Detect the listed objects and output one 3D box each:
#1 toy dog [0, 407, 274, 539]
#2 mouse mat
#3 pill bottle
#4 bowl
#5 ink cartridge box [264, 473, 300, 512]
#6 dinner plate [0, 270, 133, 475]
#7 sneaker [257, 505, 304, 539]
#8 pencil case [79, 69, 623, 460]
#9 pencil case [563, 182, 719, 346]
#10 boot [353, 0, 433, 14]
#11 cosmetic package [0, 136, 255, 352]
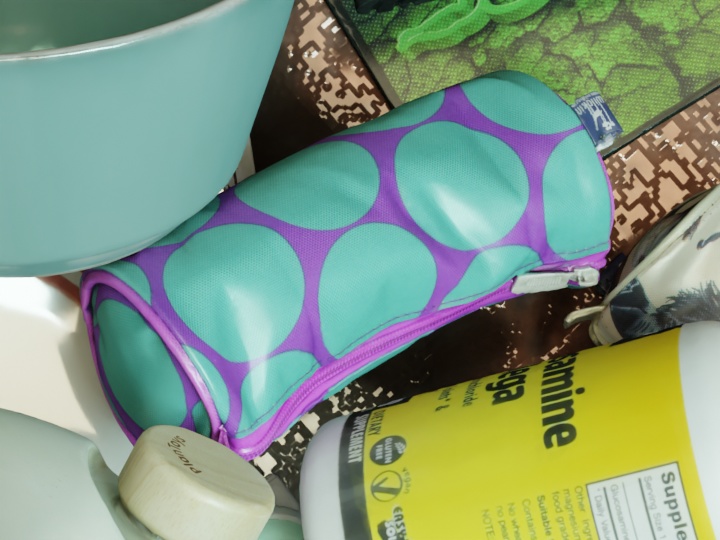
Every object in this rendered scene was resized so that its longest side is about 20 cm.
[{"bbox_3d":[-0.130,0.069,0.871,0.199,0.096,0.133,13,97,10],"label":"toy dog"},{"bbox_3d":[0.085,-0.131,1.076,0.200,0.008,0.161,-32,88,-8],"label":"mouse mat"},{"bbox_3d":[0.089,0.082,0.951,0.199,0.112,0.113,-16,86,14],"label":"pill bottle"},{"bbox_3d":[-0.113,-0.071,0.927,0.200,0.201,0.105,-4,123,-5],"label":"bowl"},{"bbox_3d":[-0.018,0.190,1.012,0.119,0.042,0.200,-38,86,-18],"label":"ink cartridge box"},{"bbox_3d":[-0.143,0.068,0.973,0.199,0.024,0.201,2,84,-16],"label":"dinner plate"},{"bbox_3d":[-0.055,0.165,0.920,0.074,0.118,0.201,46,69,-18],"label":"sneaker"},{"bbox_3d":[0.000,0.000,0.978,0.199,0.085,0.092,-27,65,-29],"label":"pencil case"},{"bbox_3d":[0.166,0.065,1.028,0.089,0.078,0.200,-38,88,4],"label":"pencil case"},{"bbox_3d":[0.060,-0.192,1.027,0.197,0.073,0.163,-13,89,-14],"label":"boot"},{"bbox_3d":[-0.135,-0.007,1.024,0.199,0.051,0.083,-9,87,-6],"label":"cosmetic package"}]
